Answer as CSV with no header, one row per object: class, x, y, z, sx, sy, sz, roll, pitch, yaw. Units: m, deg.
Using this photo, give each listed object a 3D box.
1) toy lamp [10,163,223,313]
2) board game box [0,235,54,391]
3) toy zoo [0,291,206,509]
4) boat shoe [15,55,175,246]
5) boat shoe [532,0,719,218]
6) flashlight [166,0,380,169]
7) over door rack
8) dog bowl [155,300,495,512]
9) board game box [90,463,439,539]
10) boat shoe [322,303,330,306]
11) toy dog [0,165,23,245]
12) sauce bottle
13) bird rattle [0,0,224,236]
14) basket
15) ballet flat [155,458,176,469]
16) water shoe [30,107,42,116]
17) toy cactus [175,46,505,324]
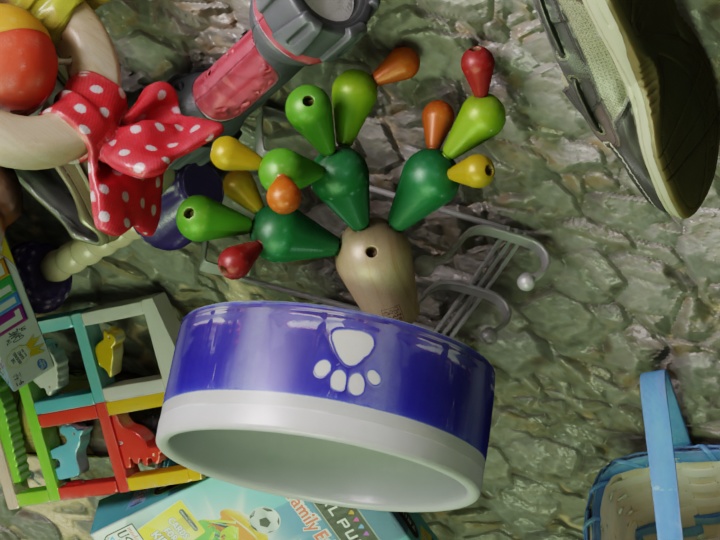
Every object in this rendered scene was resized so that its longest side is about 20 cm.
toy lamp,-0.158,-0.023,1.625,0.058,0.058,0.200,37,143,-21
board game box,-0.268,-0.029,1.630,0.134,0.034,0.200,46,160,36
toy zoo,-0.179,0.090,1.740,0.199,0.020,0.132,-10,98,29
boat shoe,-0.209,-0.096,1.517,0.200,0.068,0.075,37,152,3
boat shoe,0.140,-0.111,1.350,0.066,0.072,0.201,9,144,34
flashlight,-0.066,-0.119,1.441,0.068,0.068,0.200,34,142,-17
over door rack,0.000,0.000,1.563,0.199,0.067,0.148,25,144,-5
dog bowl,-0.020,0.085,1.516,0.199,0.079,0.200,9,164,3
board game box,-0.067,0.191,1.775,0.199,0.047,0.151,-27,114,18
boat shoe,0.013,0.108,1.698,0.072,0.068,0.200,-4,139,32
toy dog,-0.280,-0.026,1.430,0.200,0.139,0.195,-6,115,58
sauce bottle,-0.190,0.104,1.799,0.199,0.065,0.065,0,139,26
bird rattle,-0.181,-0.109,1.408,0.162,0.201,0.113,-6,166,-34
basket,0.211,0.179,1.605,0.138,0.177,0.200,-10,150,16
ballet flat,-0.057,0.179,1.836,0.199,0.070,0.070,21,145,-1
water shoe,-0.276,-0.140,1.462,0.200,0.072,0.079,34,-169,14
toy cactus,0.002,-0.034,1.435,0.199,0.102,0.165,-27,123,-7
